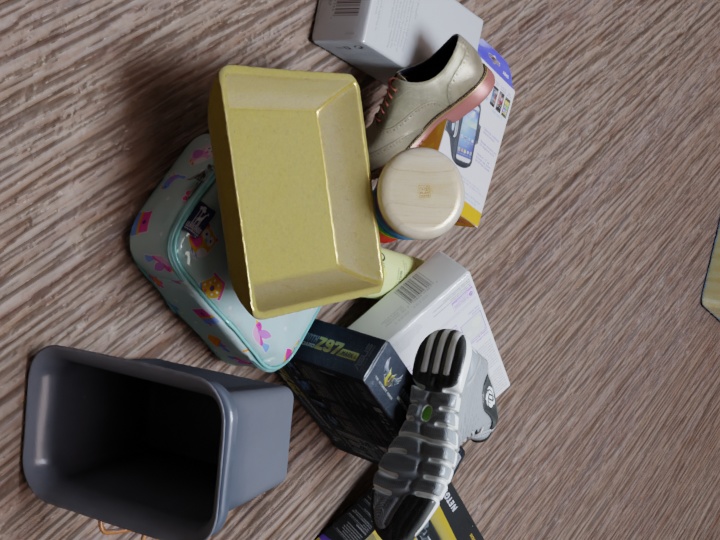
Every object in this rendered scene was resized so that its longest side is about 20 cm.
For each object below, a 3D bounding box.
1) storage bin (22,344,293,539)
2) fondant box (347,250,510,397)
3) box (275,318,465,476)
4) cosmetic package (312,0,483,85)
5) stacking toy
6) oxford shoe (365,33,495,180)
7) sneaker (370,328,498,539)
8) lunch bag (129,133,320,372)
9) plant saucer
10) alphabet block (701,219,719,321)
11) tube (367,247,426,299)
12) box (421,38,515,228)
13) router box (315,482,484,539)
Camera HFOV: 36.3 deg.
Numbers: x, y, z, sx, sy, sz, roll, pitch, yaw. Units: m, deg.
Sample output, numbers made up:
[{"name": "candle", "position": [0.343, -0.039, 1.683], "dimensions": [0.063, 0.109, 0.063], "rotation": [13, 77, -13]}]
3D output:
[{"name": "storage bin", "position": [-0.153, 0.139, 0.891], "dimensions": [0.134, 0.197, 0.148], "rotation": [-2, 99, -60]}, {"name": "fondant box", "position": [0.078, 0.099, 1.220], "dimensions": [0.144, 0.058, 0.201], "rotation": [-39, 133, -14]}, {"name": "box", "position": [0.000, 0.128, 1.097], "dimensions": [0.051, 0.156, 0.201], "rotation": [-55, 134, -24]}, {"name": "cosmetic package", "position": [0.043, -0.251, 1.150], "dimensions": [0.199, 0.073, 0.104], "rotation": [21, 81, -53]}, {"name": "stacking toy", "position": [0.042, -0.064, 1.105], "dimensions": [0.084, 0.200, 0.087], "rotation": [1, 85, -9]}, {"name": "oxford shoe", "position": [0.037, -0.162, 1.110], "dimensions": [0.199, 0.071, 0.075], "rotation": [-38, 126, 4]}, {"name": "sneaker", "position": [0.083, 0.166, 1.029], "dimensions": [0.115, 0.074, 0.203], "rotation": [32, 74, -50]}, {"name": "lunch bag", "position": [-0.106, -0.021, 0.996], "dimensions": [0.161, 0.076, 0.201], "rotation": [-57, 133, -26]}, {"name": "plant saucer", "position": [-0.061, -0.069, 0.952], "dimensions": [0.199, 0.048, 0.204], "rotation": [-10, 94, -56]}, {"name": "alphabet block", "position": [0.758, 0.009, 1.986], "dimensions": [0.194, 0.198, 0.200], "rotation": [26, 77, -50]}, {"name": "tube", "position": [0.000, 0.000, 1.163], "dimensions": [0.198, 0.052, 0.059], "rotation": [13, 48, -46]}, {"name": "box", "position": [0.121, -0.166, 1.289], "dimensions": [0.119, 0.041, 0.203], "rotation": [30, 71, -49]}, {"name": "router box", "position": [0.057, 0.320, 1.249], "dimensions": [0.157, 0.052, 0.201], "rotation": [-41, 129, -13]}]
